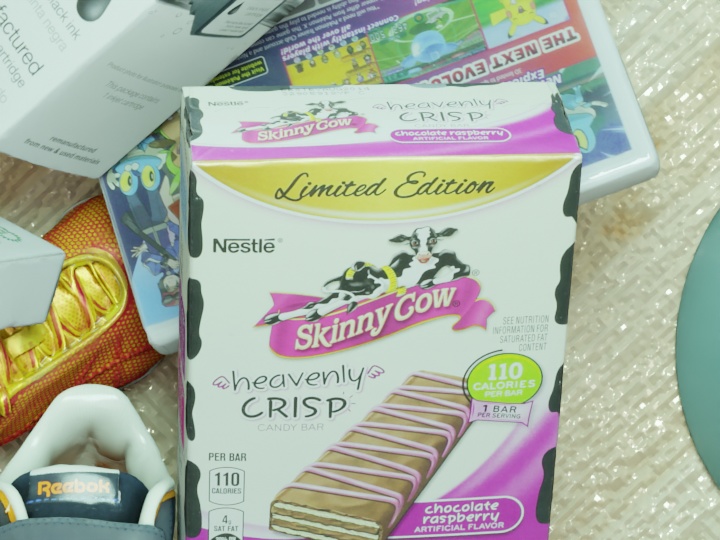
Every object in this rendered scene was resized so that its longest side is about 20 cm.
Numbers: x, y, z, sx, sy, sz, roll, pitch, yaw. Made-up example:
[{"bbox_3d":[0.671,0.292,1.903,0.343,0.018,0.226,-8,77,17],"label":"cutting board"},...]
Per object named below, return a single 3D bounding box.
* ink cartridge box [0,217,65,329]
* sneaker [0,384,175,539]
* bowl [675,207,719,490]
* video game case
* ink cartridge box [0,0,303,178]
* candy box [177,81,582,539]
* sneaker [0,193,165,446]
[{"bbox_3d":[-0.200,-0.004,0.973,0.095,0.200,0.037,26,106,27],"label":"ink cartridge box"},{"bbox_3d":[-0.105,0.122,1.013,0.078,0.200,0.079,2,127,-8],"label":"sneaker"},{"bbox_3d":[0.234,0.034,1.114,0.201,0.105,0.201,0,93,-8],"label":"bowl"},{"bbox_3d":[-0.010,-0.084,1.064,0.200,0.023,0.182,-20,72,5],"label":"video game case"},{"bbox_3d":[-0.078,-0.154,1.017,0.200,0.086,0.146,-40,70,17],"label":"ink cartridge box"},{"bbox_3d":[0.003,0.033,1.012,0.136,0.061,0.200,-2,120,-6],"label":"candy box"},{"bbox_3d":[-0.127,0.031,1.077,0.200,0.077,0.073,-37,95,-7],"label":"sneaker"}]
